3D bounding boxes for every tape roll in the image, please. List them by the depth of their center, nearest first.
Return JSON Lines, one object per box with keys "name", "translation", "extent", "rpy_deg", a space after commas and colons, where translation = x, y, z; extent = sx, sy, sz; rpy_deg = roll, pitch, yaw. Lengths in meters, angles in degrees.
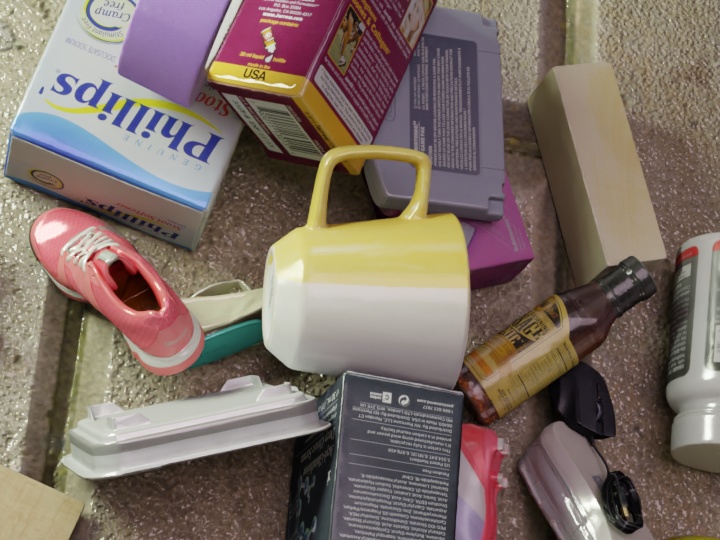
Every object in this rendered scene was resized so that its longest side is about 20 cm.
{"name": "tape roll", "translation": [-0.124, -0.235, 1.266], "extent": [0.065, 0.200, 0.201], "rpy_deg": [25, 66, -5]}

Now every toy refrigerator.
{"name": "toy refrigerator", "translation": [0.224, -0.089, 1.490], "extent": [0.069, 0.076, 0.202], "rpy_deg": [-7, 72, -17]}

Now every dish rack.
{"name": "dish rack", "translation": [-0.136, 0.120, 1.261], "extent": [0.198, 0.171, 0.044], "rpy_deg": [-10, 92, -19]}

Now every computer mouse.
{"name": "computer mouse", "translation": [0.211, 0.146, 1.372], "extent": [0.058, 0.034, 0.201], "rpy_deg": [24, 31, -32]}

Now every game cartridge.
{"name": "game cartridge", "translation": [0.062, -0.145, 1.414], "extent": [0.132, 0.042, 0.202], "rpy_deg": [5, 67, -11]}

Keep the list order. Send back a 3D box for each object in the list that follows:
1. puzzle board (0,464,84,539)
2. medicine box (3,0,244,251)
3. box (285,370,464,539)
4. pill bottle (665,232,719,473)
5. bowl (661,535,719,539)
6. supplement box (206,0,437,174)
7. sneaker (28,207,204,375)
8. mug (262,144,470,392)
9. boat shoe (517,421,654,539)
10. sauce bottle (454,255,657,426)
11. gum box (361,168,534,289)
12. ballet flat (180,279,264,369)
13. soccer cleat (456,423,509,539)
{"name": "puzzle board", "translation": [-0.328, 0.245, 1.250], "extent": [0.150, 0.017, 0.201], "rpy_deg": [25, 65, -4]}
{"name": "medicine box", "translation": [-0.191, -0.149, 1.384], "extent": [0.181, 0.103, 0.201], "rpy_deg": [21, 66, -7]}
{"name": "box", "translation": [0.006, 0.204, 1.281], "extent": [0.106, 0.148, 0.202], "rpy_deg": [10, 68, -14]}
{"name": "pill bottle", "translation": [0.338, 0.077, 1.440], "extent": [0.113, 0.114, 0.202], "rpy_deg": [13, 68, -10]}
{"name": "bowl", "translation": [0.308, 0.317, 1.347], "extent": [0.198, 0.108, 0.202], "rpy_deg": [5, 69, -13]}
{"name": "supplement box", "translation": [-0.027, -0.204, 1.341], "extent": [0.103, 0.131, 0.201], "rpy_deg": [13, 69, 31]}
{"name": "sneaker", "translation": [-0.206, -0.002, 1.311], "extent": [0.200, 0.087, 0.074], "rpy_deg": [39, 70, 26]}
{"name": "mug", "translation": [-0.001, 0.008, 1.297], "extent": [0.152, 0.150, 0.188], "rpy_deg": [2, 67, -10]}
{"name": "boat shoe", "translation": [0.195, 0.226, 1.349], "extent": [0.072, 0.069, 0.201], "rpy_deg": [3, 47, -49]}
{"name": "sauce bottle", "translation": [0.172, 0.058, 1.400], "extent": [0.199, 0.066, 0.066], "rpy_deg": [-36, 82, -7]}
{"name": "gum box", "translation": [0.069, -0.081, 1.448], "extent": [0.113, 0.066, 0.202], "rpy_deg": [-11, 73, -20]}
{"name": "ballet flat", "translation": [-0.081, 0.031, 1.374], "extent": [0.198, 0.070, 0.070], "rpy_deg": [-11, 74, -18]}
{"name": "soccer cleat", "translation": [0.083, 0.231, 1.350], "extent": [0.076, 0.067, 0.202], "rpy_deg": [1, 73, 19]}
